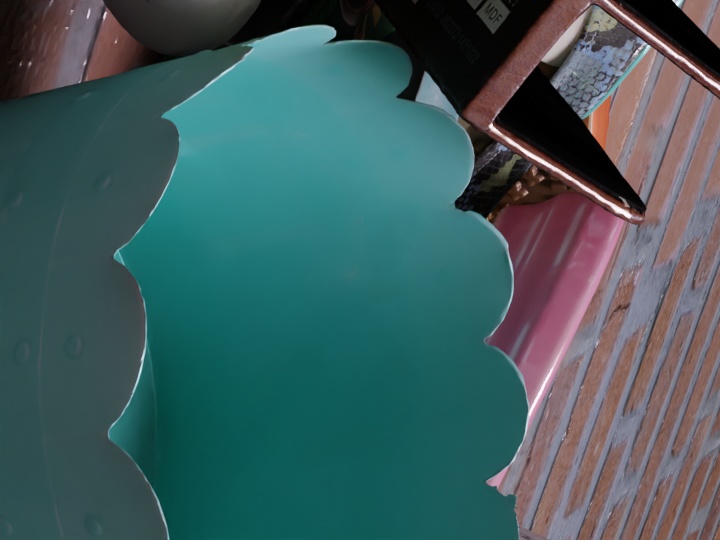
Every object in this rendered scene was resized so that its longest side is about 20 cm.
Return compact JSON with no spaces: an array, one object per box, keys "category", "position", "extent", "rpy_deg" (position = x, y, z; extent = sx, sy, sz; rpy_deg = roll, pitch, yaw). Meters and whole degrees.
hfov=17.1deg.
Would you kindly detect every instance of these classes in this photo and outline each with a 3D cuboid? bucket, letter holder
[{"category":"bucket","position":[-0.054,0.036,0.676],"extent":[0.207,0.134,0.209],"rpy_deg":[16,71,-57]},{"category":"letter holder","position":[0.077,-0.098,0.761],"extent":[0.142,0.200,0.101],"rpy_deg":[31,106,-32]}]

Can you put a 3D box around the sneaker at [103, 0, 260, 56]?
[{"category":"sneaker","position":[-0.087,-0.104,0.622],"extent":[0.130,0.079,0.200],"rpy_deg":[-53,159,-31]}]

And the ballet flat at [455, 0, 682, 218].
[{"category":"ballet flat","position":[0.062,-0.081,1.016],"extent":[0.200,0.074,0.074],"rpy_deg":[-51,166,16]}]

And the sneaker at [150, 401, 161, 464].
[{"category":"sneaker","position":[-0.082,0.074,0.809],"extent":[0.095,0.078,0.201],"rpy_deg":[-64,172,-84]}]

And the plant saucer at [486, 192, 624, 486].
[{"category":"plant saucer","position":[0.048,0.050,1.018],"extent":[0.202,0.051,0.201],"rpy_deg":[-62,177,-6]}]

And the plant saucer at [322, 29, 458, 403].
[{"category":"plant saucer","position":[0.000,0.000,0.858],"extent":[0.200,0.036,0.202],"rpy_deg":[11,90,-83]}]

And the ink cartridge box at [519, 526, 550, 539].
[{"category":"ink cartridge box","position":[0.040,0.205,1.327],"extent":[0.147,0.085,0.200],"rpy_deg":[-67,163,-1]}]

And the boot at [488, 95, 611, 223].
[{"category":"boot","position":[0.100,-0.086,1.194],"extent":[0.107,0.075,0.201],"rpy_deg":[-56,158,-46]}]

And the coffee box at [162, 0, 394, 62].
[{"category":"coffee box","position":[-0.024,-0.051,0.913],"extent":[0.123,0.044,0.201],"rpy_deg":[-55,158,-37]}]
